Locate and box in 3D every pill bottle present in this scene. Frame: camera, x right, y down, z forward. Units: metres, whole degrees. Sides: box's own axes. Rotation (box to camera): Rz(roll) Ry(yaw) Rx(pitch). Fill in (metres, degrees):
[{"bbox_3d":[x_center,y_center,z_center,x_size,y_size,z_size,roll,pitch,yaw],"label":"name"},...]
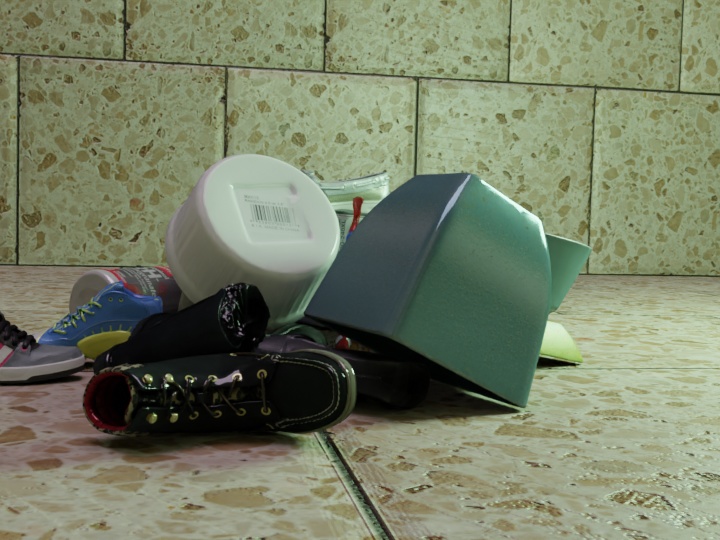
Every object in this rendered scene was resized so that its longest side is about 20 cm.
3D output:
[{"bbox_3d":[-0.311,0.051,1.345,0.110,0.112,0.199,4,4,34],"label":"pill bottle"}]

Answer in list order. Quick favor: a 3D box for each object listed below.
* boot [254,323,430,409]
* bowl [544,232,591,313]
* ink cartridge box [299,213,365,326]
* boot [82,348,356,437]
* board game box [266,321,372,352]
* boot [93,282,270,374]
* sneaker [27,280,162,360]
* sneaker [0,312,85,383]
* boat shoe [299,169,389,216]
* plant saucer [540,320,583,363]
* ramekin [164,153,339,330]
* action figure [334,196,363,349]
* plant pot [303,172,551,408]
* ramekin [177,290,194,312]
[{"bbox_3d":[-0.014,0.102,1.012,0.198,0.067,0.164,3,5,29],"label":"boot"},{"bbox_3d":[0.205,0.001,1.259,0.198,0.106,0.201,13,-2,1],"label":"bowl"},{"bbox_3d":[-0.060,-0.004,1.285,0.083,0.147,0.199,3,2,-30],"label":"ink cartridge box"},{"bbox_3d":[-0.119,0.108,0.782,0.202,0.074,0.153,-5,-4,39],"label":"boot"},{"bbox_3d":[-0.033,0.094,1.288,0.198,0.047,0.151,0,3,-22],"label":"board game box"},{"bbox_3d":[-0.168,0.068,0.981,0.167,0.077,0.200,-22,4,14],"label":"boot"},{"bbox_3d":[-0.336,0.064,1.154,0.198,0.106,0.076,1,3,-20],"label":"sneaker"},{"bbox_3d":[-0.412,0.061,1.041,0.198,0.122,0.084,1,3,-18],"label":"sneaker"},{"bbox_3d":[-0.048,-0.111,1.278,0.200,0.066,0.074,2,2,-26],"label":"boat shoe"},{"bbox_3d":[0.183,0.077,1.301,0.198,0.048,0.199,14,-1,-34],"label":"plant saucer"},{"bbox_3d":[-0.120,-0.040,1.086,0.198,0.202,0.098,0,-33,-31],"label":"ramekin"},{"bbox_3d":[0.000,0.000,1.127,0.065,0.202,0.099,14,-20,-6],"label":"action figure"},{"bbox_3d":[0.091,0.006,1.009,0.195,0.202,0.196,28,-10,-28],"label":"plant pot"},{"bbox_3d":[-0.179,0.027,1.196,0.093,0.205,0.202,12,2,-8],"label":"ramekin"}]
